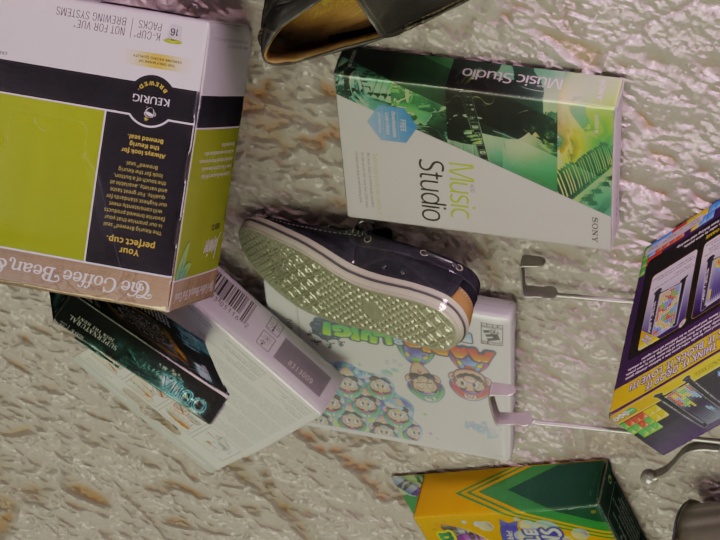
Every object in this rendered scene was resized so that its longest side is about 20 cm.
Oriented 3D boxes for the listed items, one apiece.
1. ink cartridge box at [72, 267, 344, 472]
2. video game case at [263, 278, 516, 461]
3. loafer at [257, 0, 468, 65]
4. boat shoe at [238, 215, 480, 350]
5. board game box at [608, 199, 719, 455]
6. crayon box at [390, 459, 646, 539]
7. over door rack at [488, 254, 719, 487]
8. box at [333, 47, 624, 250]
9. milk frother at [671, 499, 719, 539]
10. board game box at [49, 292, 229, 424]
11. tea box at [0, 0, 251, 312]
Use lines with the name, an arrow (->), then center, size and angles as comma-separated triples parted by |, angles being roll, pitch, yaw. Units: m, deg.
ink cartridge box -> -0.127, 0.079, 1.822 | 0.160, 0.047, 0.200 | 41, 146, -12
video game case -> 0.026, 0.075, 1.787 | 0.199, 0.024, 0.183 | 9, 139, 11
loafer -> 0.020, -0.179, 1.463 | 0.199, 0.073, 0.073 | -18, 128, 33
boat shoe -> 0.000, 0.000, 1.686 | 0.199, 0.062, 0.075 | 19, 141, 22
board game box -> 0.265, 0.014, 1.525 | 0.057, 0.166, 0.200 | 34, 138, -19
crayon box -> 0.132, 0.224, 1.901 | 0.199, 0.052, 0.126 | -6, 135, 26
over door rack -> 0.197, 0.078, 1.638 | 0.199, 0.148, 0.067 | 13, 135, 3
box -> 0.084, -0.085, 1.577 | 0.199, 0.036, 0.145 | 6, 139, 11
milk frother -> 0.361, 0.281, 1.772 | 0.187, 0.201, 0.181 | -11, 137, 30
board game box -> -0.165, 0.046, 1.639 | 0.135, 0.200, 0.028 | 35, 93, -12
tea box -> -0.194, -0.087, 1.527 | 0.199, 0.134, 0.198 | 11, 95, 9
